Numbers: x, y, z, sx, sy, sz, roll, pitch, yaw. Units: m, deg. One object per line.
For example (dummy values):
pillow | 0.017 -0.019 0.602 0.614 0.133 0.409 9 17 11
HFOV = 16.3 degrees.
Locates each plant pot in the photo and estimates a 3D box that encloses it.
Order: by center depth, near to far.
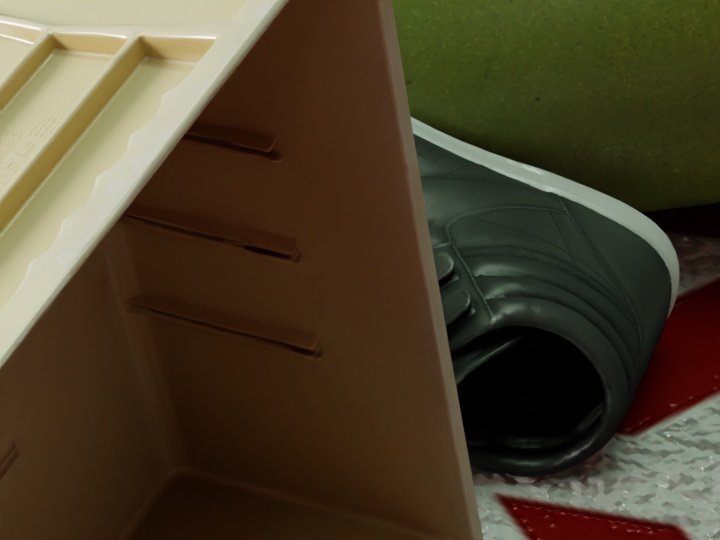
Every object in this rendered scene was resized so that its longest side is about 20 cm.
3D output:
plant pot | 0.043 -0.093 0.850 0.199 0.188 0.187 -16 35 -6

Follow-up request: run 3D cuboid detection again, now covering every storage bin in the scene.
storage bin | -0.066 0.053 0.524 0.093 0.201 0.199 13 47 24

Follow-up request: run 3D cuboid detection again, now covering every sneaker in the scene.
sneaker | 0.000 0.000 0.757 0.199 0.071 0.099 16 29 -1

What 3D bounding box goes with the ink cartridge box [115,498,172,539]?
ink cartridge box | -0.149 0.039 0.720 0.198 0.041 0.200 -8 34 -19
